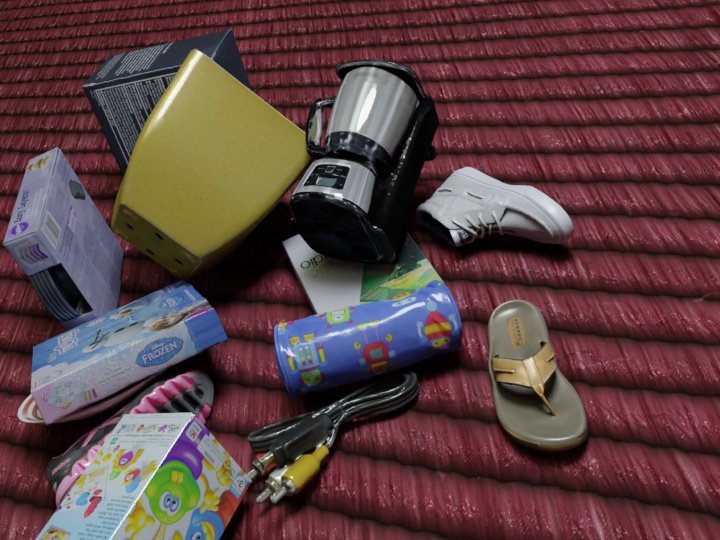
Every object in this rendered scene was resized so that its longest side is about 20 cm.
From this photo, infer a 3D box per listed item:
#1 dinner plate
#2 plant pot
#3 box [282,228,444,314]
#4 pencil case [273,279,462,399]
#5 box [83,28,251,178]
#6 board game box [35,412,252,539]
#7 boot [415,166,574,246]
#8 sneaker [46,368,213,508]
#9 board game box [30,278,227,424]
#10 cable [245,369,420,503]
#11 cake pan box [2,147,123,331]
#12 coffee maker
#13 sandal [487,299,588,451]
[{"bbox_3d":[-0.285,0.123,0.946,0.199,0.024,0.200,-19,17,6],"label":"dinner plate"},{"bbox_3d":[-0.201,-0.106,1.045,0.201,0.194,0.195,-59,12,-25],"label":"plant pot"},{"bbox_3d":[0.000,0.000,1.000,0.143,0.037,0.200,-25,41,-6],"label":"box"},{"bbox_3d":[0.009,0.068,0.873,0.198,0.079,0.087,-16,29,-3],"label":"pencil case"},{"bbox_3d":[-0.256,-0.219,1.223,0.197,0.201,0.124,-7,34,14],"label":"box"},{"bbox_3d":[-0.203,0.237,0.741,0.104,0.103,0.201,-8,38,37],"label":"board game box"},{"bbox_3d":[0.150,-0.055,0.985,0.095,0.074,0.200,-40,35,-15],"label":"boot"},{"bbox_3d":[-0.246,0.169,0.886,0.200,0.079,0.095,-40,32,-25],"label":"sneaker"},{"bbox_3d":[-0.264,0.081,0.939,0.198,0.044,0.200,-26,16,-16],"label":"board game box"},{"bbox_3d":[-0.032,0.160,0.843,0.199,0.051,0.097,-27,21,-28],"label":"cable"},{"bbox_3d":[-0.367,-0.026,1.064,0.052,0.185,0.201,-20,40,5],"label":"cake pan box"},{"bbox_3d":[0.018,-0.111,0.983,0.134,0.192,0.201,-5,58,46],"label":"coffee maker"},{"bbox_3d":[0.161,0.091,0.814,0.080,0.054,0.201,-14,40,7],"label":"sandal"}]
